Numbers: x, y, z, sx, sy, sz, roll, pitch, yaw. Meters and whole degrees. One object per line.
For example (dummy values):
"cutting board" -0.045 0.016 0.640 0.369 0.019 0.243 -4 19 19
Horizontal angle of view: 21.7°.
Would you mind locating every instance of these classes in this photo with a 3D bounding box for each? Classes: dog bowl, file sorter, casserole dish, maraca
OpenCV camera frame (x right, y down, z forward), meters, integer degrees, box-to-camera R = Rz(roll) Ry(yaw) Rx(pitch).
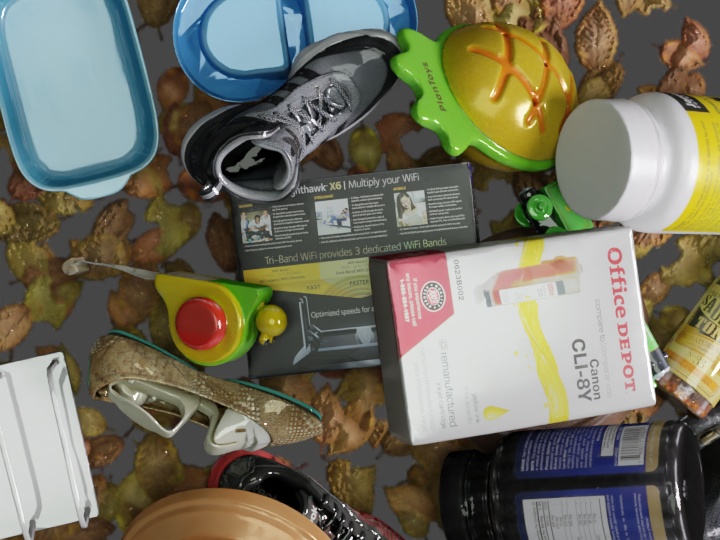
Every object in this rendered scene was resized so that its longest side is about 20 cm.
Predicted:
"dog bowl" -0.055 -0.198 1.544 0.199 0.050 0.112 -8 92 -7
"file sorter" -0.318 0.156 1.481 0.199 0.125 0.139 -13 93 -7
"casserole dish" -0.235 -0.156 1.528 0.121 0.039 0.201 -15 92 -6
"maraca" 0.101 -0.140 1.511 0.200 0.107 0.137 -1 59 -47

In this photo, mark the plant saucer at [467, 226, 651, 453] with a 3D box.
"plant saucer" 0.151 0.063 1.582 0.200 0.034 0.201 0 91 -6

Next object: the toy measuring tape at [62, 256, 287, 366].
"toy measuring tape" -0.151 0.035 1.505 0.199 0.074 0.074 9 90 22

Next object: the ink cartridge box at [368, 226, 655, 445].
"ink cartridge box" 0.117 0.048 1.464 0.199 0.083 0.146 -8 92 -10

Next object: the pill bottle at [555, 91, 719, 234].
"pill bottle" 0.264 -0.085 1.517 0.200 0.114 0.115 0 91 -33

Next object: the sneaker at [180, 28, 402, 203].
"sneaker" -0.046 -0.113 1.471 0.200 0.114 0.076 -30 114 3

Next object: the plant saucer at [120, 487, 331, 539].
"plant saucer" -0.103 0.263 1.500 0.200 0.037 0.201 5 122 8

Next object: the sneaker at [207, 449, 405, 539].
"sneaker" -0.033 0.214 1.530 0.200 0.098 0.071 33 85 -8

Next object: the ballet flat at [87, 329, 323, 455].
"ballet flat" -0.131 0.114 1.527 0.200 0.071 0.065 20 59 1

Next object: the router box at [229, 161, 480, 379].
"router box" 0.000 0.000 1.535 0.199 0.052 0.158 -5 92 5

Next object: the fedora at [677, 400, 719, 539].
"fedora" 0.335 0.196 1.575 0.200 0.092 0.201 0 92 -7

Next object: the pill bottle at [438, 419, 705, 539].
"pill bottle" 0.170 0.182 1.519 0.199 0.112 0.112 -5 92 20

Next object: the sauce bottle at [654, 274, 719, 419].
"sauce bottle" 0.319 0.030 1.587 0.066 0.066 0.200 35 86 -6

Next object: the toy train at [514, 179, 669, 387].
"toy train" 0.193 0.015 1.549 0.056 0.042 0.200 -28 90 -20
